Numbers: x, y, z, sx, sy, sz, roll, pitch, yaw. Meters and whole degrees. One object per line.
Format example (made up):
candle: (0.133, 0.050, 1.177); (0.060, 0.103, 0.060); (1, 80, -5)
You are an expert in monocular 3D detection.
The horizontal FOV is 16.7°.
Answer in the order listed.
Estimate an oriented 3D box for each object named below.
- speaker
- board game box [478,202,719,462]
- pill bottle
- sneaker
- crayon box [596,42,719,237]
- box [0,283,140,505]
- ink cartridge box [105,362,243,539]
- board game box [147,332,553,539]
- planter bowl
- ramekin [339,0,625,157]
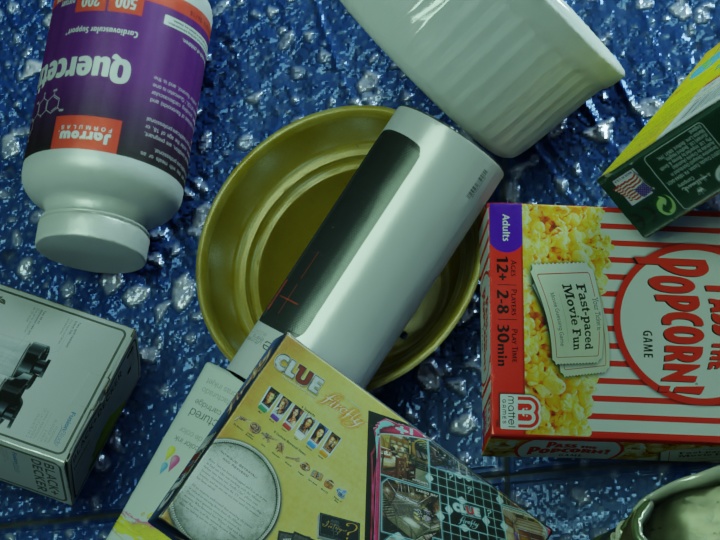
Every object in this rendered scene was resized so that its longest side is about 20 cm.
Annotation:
speaker: (0.003, 0.002, 1.506); (0.081, 0.081, 0.200); (30, 84, 29)
board game box: (0.173, 0.039, 1.492); (0.200, 0.046, 0.152); (2, 68, -5)
pill bottle: (-0.170, -0.105, 1.695); (0.112, 0.112, 0.200); (0, 70, 22)
sneaker: (0.167, 0.168, 1.462); (0.200, 0.090, 0.067); (-29, 63, 10)
crayon box: (0.241, -0.111, 1.495); (0.051, 0.200, 0.127); (49, 136, -6)
box: (-0.261, 0.069, 1.646); (0.200, 0.060, 0.117); (17, 56, 11)
ink cartridge box: (-0.076, 0.183, 1.560); (0.146, 0.083, 0.200); (24, 80, 27)
board game box: (-0.004, 0.149, 1.433); (0.200, 0.035, 0.136); (38, 72, -8)
planter bowl: (0.000, 0.000, 1.601); (0.200, 0.083, 0.201); (-8, 67, 20)
ramekin: (0.068, -0.165, 1.579); (0.098, 0.200, 0.201); (-44, 60, 10)
